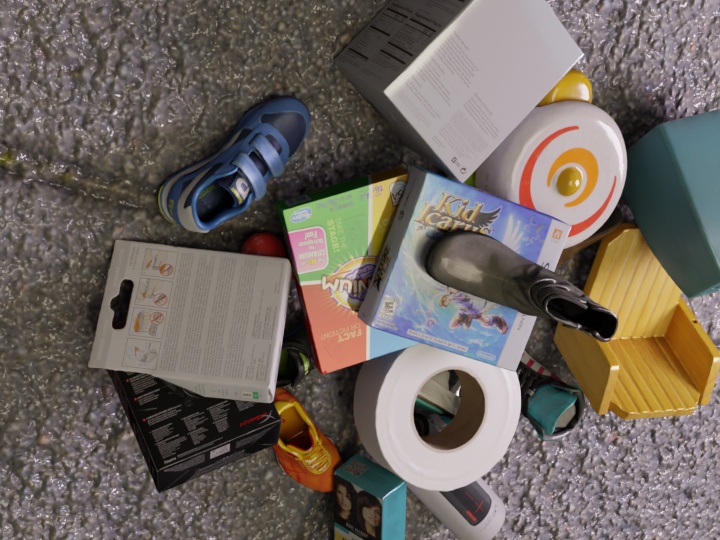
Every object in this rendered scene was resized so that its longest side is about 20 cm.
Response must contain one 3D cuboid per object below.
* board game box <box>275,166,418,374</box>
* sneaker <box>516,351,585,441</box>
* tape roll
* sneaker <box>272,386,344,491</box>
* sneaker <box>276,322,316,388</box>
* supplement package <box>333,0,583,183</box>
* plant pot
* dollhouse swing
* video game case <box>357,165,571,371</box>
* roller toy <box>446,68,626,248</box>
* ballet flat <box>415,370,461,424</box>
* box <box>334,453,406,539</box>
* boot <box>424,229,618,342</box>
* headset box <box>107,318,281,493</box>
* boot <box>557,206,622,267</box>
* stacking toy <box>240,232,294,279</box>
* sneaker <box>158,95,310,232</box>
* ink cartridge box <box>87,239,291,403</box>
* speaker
[{"bbox_3d":[0.000,0.000,1.574,0.151,0.040,0.202,-17,109,-10],"label":"board game box"},{"bbox_3d":[0.217,0.156,1.788,0.199,0.121,0.084,30,97,-32],"label":"sneaker"},{"bbox_3d":[0.093,0.160,1.684,0.200,0.071,0.205,-4,100,-23],"label":"tape roll"},{"bbox_3d":[-0.072,0.218,1.695,0.073,0.077,0.200,-42,131,-5],"label":"sneaker"},{"bbox_3d":[-0.068,0.102,1.646,0.198,0.083,0.072,-17,120,-18],"label":"sneaker"},{"bbox_3d":[0.108,-0.237,1.548,0.200,0.151,0.152,-46,122,-2],"label":"supplement package"},{"bbox_3d":[0.431,-0.079,1.725,0.140,0.141,0.202,-14,78,-20],"label":"plant pot"},{"bbox_3d":[0.385,0.064,1.798,0.198,0.183,0.177,1,135,-32],"label":"dollhouse swing"},{"bbox_3d":[0.119,0.001,1.564,0.198,0.045,0.183,17,97,-24],"label":"video game case"},{"bbox_3d":[0.221,-0.126,1.658,0.200,0.140,0.182,-46,123,-2],"label":"roller toy"},{"bbox_3d":[0.109,0.161,1.776,0.199,0.069,0.070,31,96,-29],"label":"ballet flat"},{"bbox_3d":[0.011,0.337,1.764,0.049,0.082,0.202,-32,134,-41],"label":"box"},{"bbox_3d":[0.177,0.016,1.493,0.198,0.131,0.068,18,97,-24],"label":"boot"},{"bbox_3d":[-0.195,0.121,1.541,0.147,0.201,0.077,-21,156,-17],"label":"headset box"},{"bbox_3d":[0.240,-0.030,1.761,0.198,0.074,0.076,-22,135,-10],"label":"boot"},{"bbox_3d":[-0.043,-0.014,1.616,0.198,0.085,0.086,-2,112,-21],"label":"stacking toy"},{"bbox_3d":[-0.127,-0.111,1.528,0.200,0.082,0.074,-42,122,-7],"label":"sneaker"},{"bbox_3d":[-0.182,0.055,1.515,0.197,0.163,0.050,5,151,3],"label":"ink cartridge box"},{"bbox_3d":[0.108,0.275,1.810,0.081,0.081,0.200,-43,123,-4],"label":"speaker"}]
